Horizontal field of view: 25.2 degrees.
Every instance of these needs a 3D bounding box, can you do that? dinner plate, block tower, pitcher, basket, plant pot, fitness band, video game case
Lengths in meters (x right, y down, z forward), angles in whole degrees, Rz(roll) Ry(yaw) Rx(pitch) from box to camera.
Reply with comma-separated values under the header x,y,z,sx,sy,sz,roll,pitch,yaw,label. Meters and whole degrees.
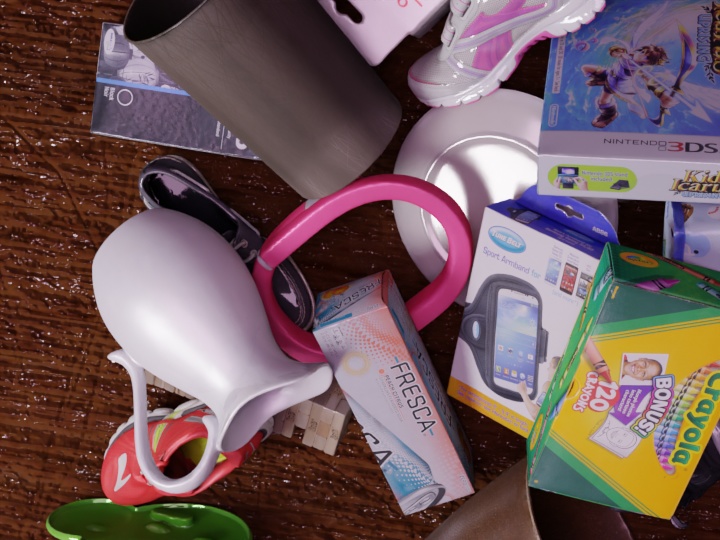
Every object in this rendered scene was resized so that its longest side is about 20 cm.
x,y,z,sx,sy,sz,roll,pitch,yaw,label
0.114,-0.050,1.329,0.200,0.024,0.201,9,113,22,dinner plate
-0.102,0.091,1.392,0.200,0.054,0.058,22,130,7,block tower
-0.147,0.063,1.306,0.171,0.121,0.200,-41,71,-2,pitcher
-0.071,-0.164,1.284,0.136,0.180,0.200,-42,116,5,basket
0.111,0.272,1.333,0.200,0.187,0.187,-32,90,24,plant pot
0.000,0.000,1.335,0.200,0.037,0.144,-37,109,21,fitness band
0.235,-0.137,1.251,0.181,0.200,0.046,4,137,9,video game case

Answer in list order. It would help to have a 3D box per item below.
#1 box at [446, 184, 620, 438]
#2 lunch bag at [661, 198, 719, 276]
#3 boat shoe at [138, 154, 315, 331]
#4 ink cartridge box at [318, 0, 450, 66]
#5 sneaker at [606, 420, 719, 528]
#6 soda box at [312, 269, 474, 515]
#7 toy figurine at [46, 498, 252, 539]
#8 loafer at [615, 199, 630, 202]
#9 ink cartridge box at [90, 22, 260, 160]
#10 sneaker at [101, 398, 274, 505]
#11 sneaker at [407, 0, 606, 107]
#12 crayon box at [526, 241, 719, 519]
x,y,z,sx,sy,sz,roll,pitch,yaw,label
0.142,0.035,1.295,0.119,0.041,0.201,27,122,33,box
0.322,0.008,1.275,0.169,0.124,0.200,-1,130,9,lunch bag
-0.120,-0.017,1.387,0.073,0.063,0.200,-43,89,9,boat shoe
0.048,-0.274,1.326,0.200,0.067,0.117,-43,88,11,ink cartridge box
0.212,0.132,1.337,0.200,0.075,0.114,33,101,7,sneaker
0.030,0.102,1.337,0.068,0.064,0.200,-20,116,12,soda box
-0.188,0.313,1.418,0.200,0.150,0.185,10,109,31,toy figurine
0.229,-0.093,1.317,0.199,0.075,0.070,4,108,19,loafer
-0.130,-0.152,1.388,0.199,0.039,0.100,8,97,9,ink cartridge box
-0.164,0.162,1.382,0.200,0.085,0.077,-30,108,37,sneaker
0.104,-0.208,1.280,0.088,0.081,0.200,41,125,-21,sneaker
0.212,0.086,1.219,0.118,0.058,0.200,14,122,-5,crayon box
